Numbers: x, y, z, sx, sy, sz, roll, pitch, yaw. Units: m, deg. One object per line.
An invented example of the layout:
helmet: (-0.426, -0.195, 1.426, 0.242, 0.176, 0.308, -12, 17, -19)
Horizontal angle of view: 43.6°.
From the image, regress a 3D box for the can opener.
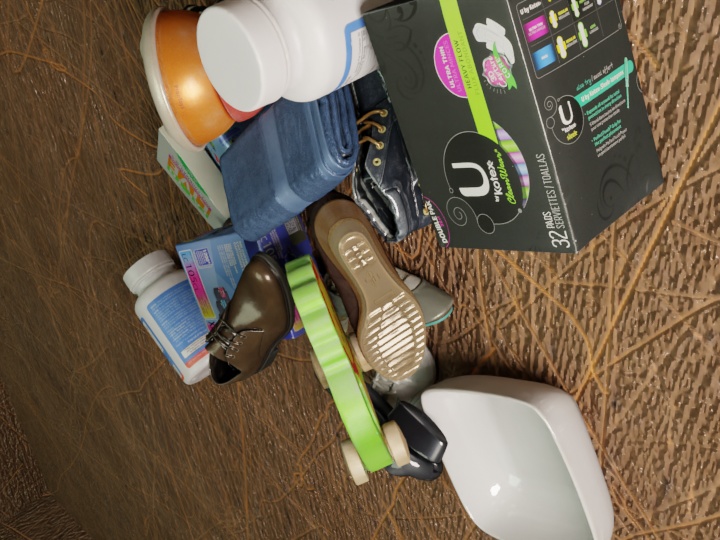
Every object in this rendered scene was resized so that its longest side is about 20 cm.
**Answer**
can opener: (0.022, 0.164, 1.021, 0.200, 0.079, 0.063, 38, -172, 37)

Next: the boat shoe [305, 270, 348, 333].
boat shoe: (-0.086, 0.006, 1.144, 0.200, 0.074, 0.067, 39, 137, 17)

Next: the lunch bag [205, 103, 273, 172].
lunch bag: (-0.145, -0.139, 1.090, 0.151, 0.094, 0.200, 54, 157, 1)

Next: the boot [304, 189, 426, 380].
boot: (0.000, 0.000, 0.937, 0.167, 0.072, 0.201, -121, 8, -59)

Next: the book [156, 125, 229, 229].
book: (-0.205, -0.119, 1.159, 0.134, 0.048, 0.200, 55, 169, -5)

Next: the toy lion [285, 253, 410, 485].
toy lion: (-0.024, 0.089, 0.916, 0.192, 0.068, 0.201, 68, 180, -50)

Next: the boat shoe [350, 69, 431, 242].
boat shoe: (0.021, -0.129, 0.853, 0.071, 0.091, 0.201, -17, 103, 57)

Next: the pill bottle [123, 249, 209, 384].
pill bottle: (-0.286, 0.069, 1.425, 0.201, 0.112, 0.112, 54, 148, 7)

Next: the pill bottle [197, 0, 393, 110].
pill bottle: (-0.031, -0.208, 0.739, 0.112, 0.199, 0.113, 34, 141, 33)

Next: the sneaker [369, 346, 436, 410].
sneaker: (0.040, 0.149, 1.077, 0.070, 0.080, 0.202, 34, 140, 35)

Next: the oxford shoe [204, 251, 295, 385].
oxford shoe: (-0.124, 0.063, 0.981, 0.073, 0.084, 0.201, 40, 137, 20)

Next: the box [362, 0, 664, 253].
box: (0.118, -0.131, 0.688, 0.148, 0.124, 0.201, 4, 122, 52)

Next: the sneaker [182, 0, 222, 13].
sneaker: (-0.176, -0.272, 1.019, 0.200, 0.075, 0.088, -36, 78, 53)

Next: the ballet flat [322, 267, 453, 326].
ballet flat: (0.020, 0.024, 1.004, 0.199, 0.067, 0.064, 2, 126, 55)

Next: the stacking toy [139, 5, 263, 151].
stacking toy: (-0.104, -0.208, 0.898, 0.146, 0.198, 0.148, -11, -90, -82)

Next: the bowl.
bowl: (0.171, 0.194, 0.940, 0.199, 0.074, 0.201, -3, 114, 54)

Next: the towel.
towel: (-0.070, -0.110, 0.893, 0.200, 0.048, 0.113, -29, 67, 49)

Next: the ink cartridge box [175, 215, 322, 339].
ink cartridge box: (-0.117, 0.009, 1.066, 0.199, 0.076, 0.138, -9, 106, 45)
